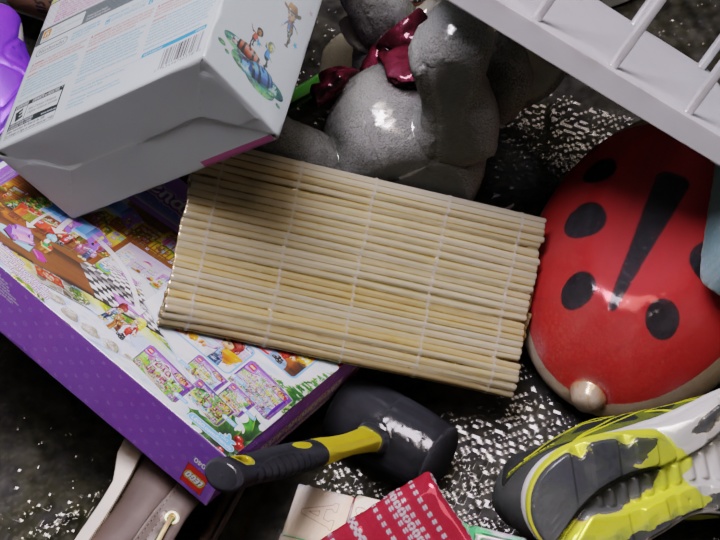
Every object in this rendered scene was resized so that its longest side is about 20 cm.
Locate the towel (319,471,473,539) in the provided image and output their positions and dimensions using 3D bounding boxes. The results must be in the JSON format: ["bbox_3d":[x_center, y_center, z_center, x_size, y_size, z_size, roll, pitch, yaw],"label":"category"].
[{"bbox_3d":[-0.011,0.204,1.000,0.200,0.022,0.145,-35,80,5],"label":"towel"}]

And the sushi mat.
[{"bbox_3d":[0.000,0.000,1.121,0.199,0.012,0.096,12,81,-21],"label":"sushi mat"}]

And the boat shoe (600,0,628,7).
[{"bbox_3d":[0.088,-0.170,1.306,0.199,0.062,0.075,-18,56,-11],"label":"boat shoe"}]

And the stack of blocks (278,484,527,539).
[{"bbox_3d":[0.050,0.185,1.057,0.199,0.059,0.115,13,56,10],"label":"stack of blocks"}]

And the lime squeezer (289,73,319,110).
[{"bbox_3d":[-0.057,-0.052,1.251,0.070,0.038,0.200,28,53,-18],"label":"lime squeezer"}]

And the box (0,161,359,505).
[{"bbox_3d":[-0.108,0.014,1.124,0.200,0.039,0.137,39,40,12],"label":"box"}]

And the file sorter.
[{"bbox_3d":[0.139,-0.161,1.099,0.200,0.125,0.139,28,19,-19],"label":"file sorter"}]

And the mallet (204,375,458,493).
[{"bbox_3d":[-0.010,0.091,1.068,0.066,0.200,0.041,26,103,15],"label":"mallet"}]

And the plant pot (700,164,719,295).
[{"bbox_3d":[0.312,-0.081,1.117,0.196,0.200,0.196,22,54,-12],"label":"plant pot"}]

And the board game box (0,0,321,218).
[{"bbox_3d":[-0.087,-0.138,1.109,0.147,0.064,0.200,-17,44,37],"label":"board game box"}]

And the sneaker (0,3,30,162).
[{"bbox_3d":[-0.177,-0.061,1.239,0.099,0.070,0.201,-1,58,-7],"label":"sneaker"}]

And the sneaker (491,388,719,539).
[{"bbox_3d":[0.154,0.092,1.111,0.199,0.085,0.075,-7,95,-26],"label":"sneaker"}]

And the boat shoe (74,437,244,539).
[{"bbox_3d":[-0.106,0.149,1.083,0.059,0.072,0.200,12,50,14],"label":"boat shoe"}]

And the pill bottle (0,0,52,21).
[{"bbox_3d":[-0.165,-0.199,1.302,0.199,0.115,0.115,19,57,15],"label":"pill bottle"}]

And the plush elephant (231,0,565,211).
[{"bbox_3d":[0.021,-0.103,1.186,0.164,0.200,0.155,-22,50,21],"label":"plush elephant"}]

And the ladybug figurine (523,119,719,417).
[{"bbox_3d":[0.156,-0.010,1.184,0.135,0.072,0.200,17,57,13],"label":"ladybug figurine"}]
